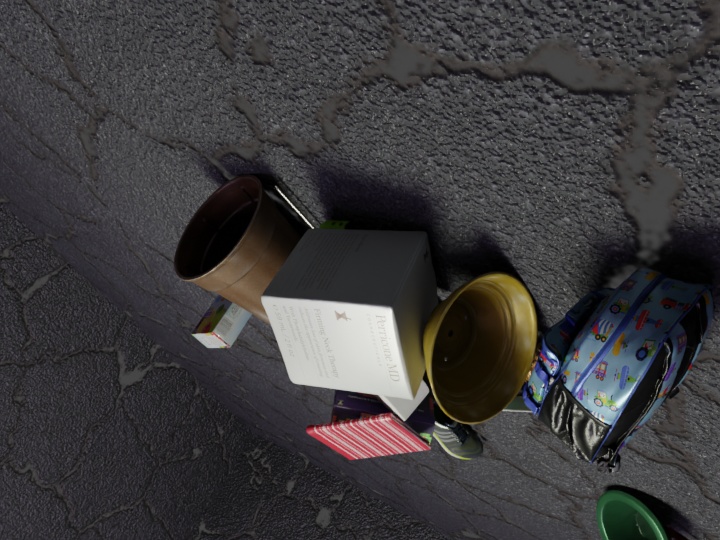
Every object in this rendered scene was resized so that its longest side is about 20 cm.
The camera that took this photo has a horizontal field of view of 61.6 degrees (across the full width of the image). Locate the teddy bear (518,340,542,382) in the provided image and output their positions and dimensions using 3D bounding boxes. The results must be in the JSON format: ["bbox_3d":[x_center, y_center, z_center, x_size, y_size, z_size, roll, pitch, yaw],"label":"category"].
[{"bbox_3d":[0.280,0.152,0.898,0.197,0.067,0.146,20,154,30],"label":"teddy bear"}]

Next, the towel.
[{"bbox_3d":[0.013,0.303,1.106,0.197,0.023,0.144,-18,136,33],"label":"towel"}]

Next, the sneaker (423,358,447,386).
[{"bbox_3d":[0.096,0.103,1.026,0.086,0.076,0.203,-117,7,-56],"label":"sneaker"}]

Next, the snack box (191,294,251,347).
[{"bbox_3d":[-0.251,0.059,1.228,0.053,0.202,0.141,41,155,-22],"label":"snack box"}]

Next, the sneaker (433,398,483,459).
[{"bbox_3d":[0.204,0.359,1.368,0.198,0.075,0.081,37,153,-10],"label":"sneaker"}]

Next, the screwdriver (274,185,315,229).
[{"bbox_3d":[-0.076,-0.063,0.988,0.028,0.029,0.200,-1,143,51],"label":"screwdriver"}]

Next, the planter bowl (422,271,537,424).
[{"bbox_3d":[0.145,0.095,0.823,0.201,0.201,0.083,49,163,-31],"label":"planter bowl"}]

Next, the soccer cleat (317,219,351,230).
[{"bbox_3d":[0.000,0.000,0.977,0.080,0.068,0.201,-2,136,42],"label":"soccer cleat"}]

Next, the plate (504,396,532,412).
[{"bbox_3d":[0.259,0.228,1.033,0.194,0.026,0.200,3,169,1],"label":"plate"}]

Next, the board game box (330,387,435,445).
[{"bbox_3d":[0.045,0.253,1.196,0.195,0.166,0.058,12,115,-3],"label":"board game box"}]

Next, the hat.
[{"bbox_3d":[0.597,0.506,1.208,0.165,0.173,0.205,-18,87,63],"label":"hat"}]

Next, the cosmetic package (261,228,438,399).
[{"bbox_3d":[-0.004,0.055,0.866,0.195,0.167,0.170,3,128,24],"label":"cosmetic package"}]

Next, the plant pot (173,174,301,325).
[{"bbox_3d":[-0.176,-0.017,1.024,0.198,0.203,0.198,5,151,46],"label":"plant pot"}]

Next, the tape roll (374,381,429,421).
[{"bbox_3d":[0.027,0.171,1.067,0.202,0.071,0.203,44,170,10],"label":"tape roll"}]

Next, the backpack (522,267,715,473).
[{"bbox_3d":[0.280,0.086,0.653,0.134,0.181,0.203,38,147,31],"label":"backpack"}]
